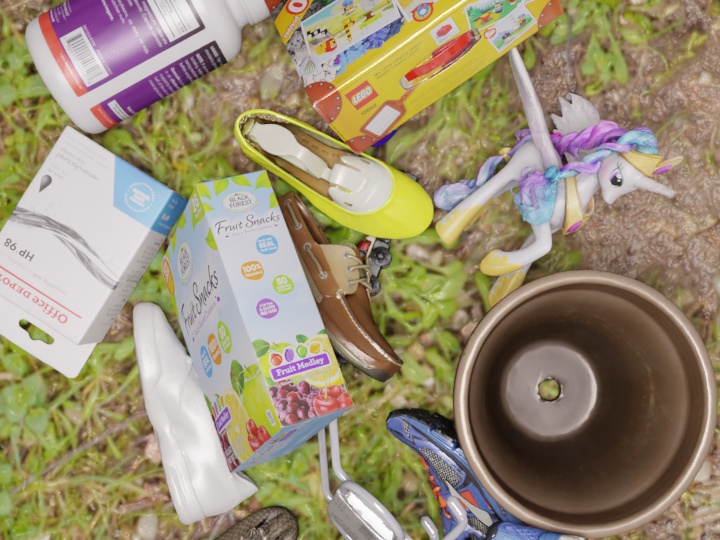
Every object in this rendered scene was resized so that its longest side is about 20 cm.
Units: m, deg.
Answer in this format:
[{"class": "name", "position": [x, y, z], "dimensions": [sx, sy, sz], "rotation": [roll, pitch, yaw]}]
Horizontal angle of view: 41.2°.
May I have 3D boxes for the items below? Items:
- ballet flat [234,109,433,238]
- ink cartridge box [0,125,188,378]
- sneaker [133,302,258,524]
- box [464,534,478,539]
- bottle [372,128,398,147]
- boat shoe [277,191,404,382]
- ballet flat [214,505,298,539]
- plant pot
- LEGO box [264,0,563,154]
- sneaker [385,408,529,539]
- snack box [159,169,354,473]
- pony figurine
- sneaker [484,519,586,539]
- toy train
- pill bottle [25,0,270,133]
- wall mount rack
[{"class": "ballet flat", "position": [-0.030, -0.088, 0.844], "dimensions": [0.199, 0.067, 0.067], "rotation": [30, 88, 15]}, {"class": "ink cartridge box", "position": [-0.261, -0.012, 0.865], "dimensions": [0.116, 0.067, 0.200], "rotation": [31, 88, 2]}, {"class": "sneaker", "position": [-0.148, 0.119, 0.862], "dimensions": [0.088, 0.075, 0.201], "rotation": [-16, 92, -12]}, {"class": "box", "position": [0.058, 0.335, 0.815], "dimensions": [0.200, 0.060, 0.117], "rotation": [-40, 104, 8]}, {"class": "bottle", "position": [0.048, -0.210, 0.868], "dimensions": [0.083, 0.065, 0.200], "rotation": [39, 89, 11]}, {"class": "boat shoe", "position": [-0.029, 0.007, 0.829], "dimensions": [0.074, 0.076, 0.200], "rotation": [-44, 67, 5]}, {"class": "ballet flat", "position": [-0.138, 0.283, 0.857], "dimensions": [0.200, 0.046, 0.067], "rotation": [-37, 86, -1]}, {"class": "plant pot", "position": [0.170, 0.102, 0.795], "dimensions": [0.199, 0.175, 0.201], "rotation": [0, 88, 1]}, {"class": "LEGO box", "position": [0.038, -0.216, 0.780], "dimensions": [0.200, 0.077, 0.149], "rotation": [-33, 53, 12]}, {"class": "sneaker", "position": [0.092, 0.201, 0.844], "dimensions": [0.078, 0.075, 0.200], "rotation": [-45, 86, 4]}, {"class": "snack box", "position": [-0.093, 0.047, 0.781], "dimensions": [0.067, 0.169, 0.201], "rotation": [-13, 72, -26]}, {"class": "pony figurine", "position": [0.155, -0.086, 0.810], "dimensions": [0.200, 0.166, 0.194], "rotation": [-40, 49, 27]}, {"class": "sneaker", "position": [0.113, 0.269, 0.736], "dimensions": [0.089, 0.078, 0.201], "rotation": [20, 120, 24]}, {"class": "toy train", "position": [0.000, 0.000, 0.875], "dimensions": [0.046, 0.034, 0.201], "rotation": [21, 87, 6]}, {"class": "pill bottle", "position": [-0.185, -0.214, 0.851], "dimensions": [0.199, 0.112, 0.113], "rotation": [-29, 87, -1]}, {"class": "wall mount rack", "position": [0.003, 0.171, 0.802], "dimensions": [0.075, 0.200, 0.174], "rotation": [-41, 78, -20]}]
